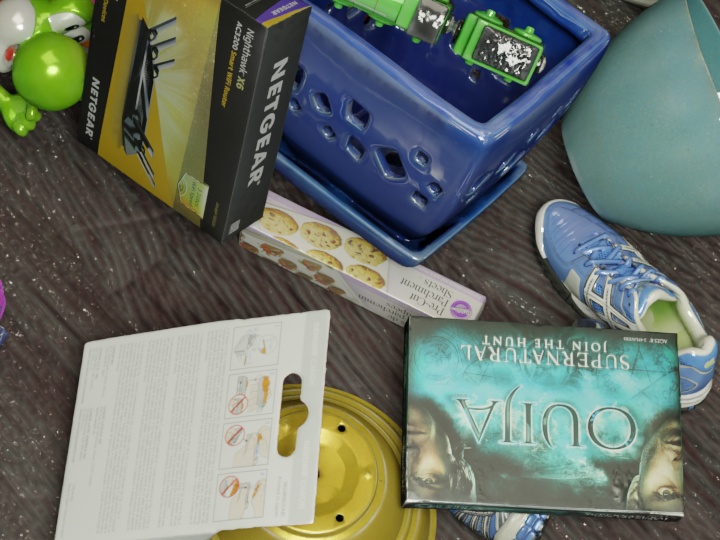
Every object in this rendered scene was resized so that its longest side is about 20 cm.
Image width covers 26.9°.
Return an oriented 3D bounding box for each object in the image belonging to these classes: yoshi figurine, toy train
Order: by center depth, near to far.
[{"bbox_3d":[0.035,-0.179,1.036,0.199,0.056,0.042,24,105,1],"label":"toy train"},{"bbox_3d":[-0.293,-0.151,1.168,0.199,0.112,0.113,-20,102,-2],"label":"yoshi figurine"}]

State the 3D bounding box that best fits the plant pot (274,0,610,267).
[{"bbox_3d":[0.042,-0.131,1.162,0.200,0.180,0.200,37,46,14],"label":"plant pot"}]

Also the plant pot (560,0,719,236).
[{"bbox_3d":[0.241,-0.109,1.212,0.134,0.200,0.201,-23,61,22],"label":"plant pot"}]

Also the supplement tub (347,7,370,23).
[{"bbox_3d":[-0.029,-0.259,1.257,0.123,0.123,0.200,44,48,15],"label":"supplement tub"}]

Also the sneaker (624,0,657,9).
[{"bbox_3d":[0.213,-0.288,1.336,0.199,0.089,0.077,5,73,-5],"label":"sneaker"}]

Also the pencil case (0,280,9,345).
[{"bbox_3d":[-0.352,-0.009,1.111,0.200,0.085,0.093,37,79,11],"label":"pencil case"}]

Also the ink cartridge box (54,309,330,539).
[{"bbox_3d":[-0.110,0.117,1.051,0.199,0.047,0.161,-8,58,20],"label":"ink cartridge box"}]

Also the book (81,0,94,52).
[{"bbox_3d":[-0.208,-0.202,1.263,0.199,0.048,0.134,24,57,7],"label":"book"}]

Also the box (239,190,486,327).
[{"bbox_3d":[0.000,0.000,1.184,0.199,0.039,0.042,27,62,7],"label":"box"}]

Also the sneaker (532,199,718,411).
[{"bbox_3d":[0.213,0.014,1.187,0.076,0.077,0.200,-33,69,-21],"label":"sneaker"}]

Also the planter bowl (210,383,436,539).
[{"bbox_3d":[-0.038,0.156,1.069,0.199,0.084,0.201,3,61,-6],"label":"planter bowl"}]

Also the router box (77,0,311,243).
[{"bbox_3d":[-0.128,-0.143,1.116,0.157,0.201,0.052,34,43,20],"label":"router box"}]

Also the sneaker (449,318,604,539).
[{"bbox_3d":[0.125,0.111,1.124,0.085,0.077,0.201,23,60,9],"label":"sneaker"}]

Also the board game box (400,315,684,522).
[{"bbox_3d":[0.129,0.106,1.071,0.199,0.028,0.136,3,71,-5],"label":"board game box"}]
